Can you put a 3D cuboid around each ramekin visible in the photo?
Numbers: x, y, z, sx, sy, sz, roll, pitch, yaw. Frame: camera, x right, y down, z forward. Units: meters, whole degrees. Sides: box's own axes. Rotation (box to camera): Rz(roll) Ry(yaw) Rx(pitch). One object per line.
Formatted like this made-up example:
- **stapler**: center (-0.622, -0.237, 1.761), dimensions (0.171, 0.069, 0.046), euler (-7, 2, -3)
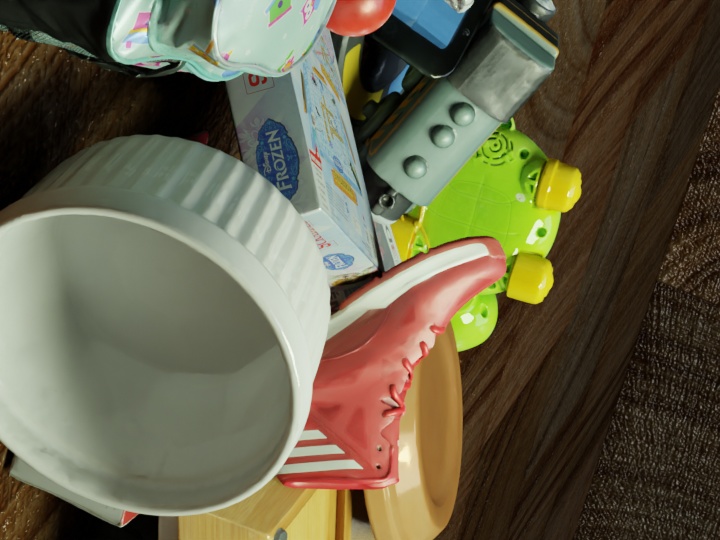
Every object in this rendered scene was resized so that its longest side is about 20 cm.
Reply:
- **ramekin**: center (-0.110, 0.022, 1.124), dimensions (0.105, 0.200, 0.200), euler (-63, 168, -51)

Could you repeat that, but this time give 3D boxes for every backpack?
- **backpack**: center (-0.081, -0.176, 1.014), dimensions (0.200, 0.153, 0.176), euler (-12, 119, -80)

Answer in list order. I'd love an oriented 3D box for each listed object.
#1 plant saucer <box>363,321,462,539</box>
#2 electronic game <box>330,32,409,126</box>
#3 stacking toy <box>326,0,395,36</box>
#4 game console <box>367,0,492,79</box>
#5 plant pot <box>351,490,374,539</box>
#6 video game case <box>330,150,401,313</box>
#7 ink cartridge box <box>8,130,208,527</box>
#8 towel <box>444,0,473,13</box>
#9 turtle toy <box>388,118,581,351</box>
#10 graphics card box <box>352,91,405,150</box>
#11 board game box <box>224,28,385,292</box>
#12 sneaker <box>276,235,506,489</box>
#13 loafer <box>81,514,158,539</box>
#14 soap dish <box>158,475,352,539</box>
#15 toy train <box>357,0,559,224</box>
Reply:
- **plant saucer**: center (0.038, 0.100, 1.452), dimensions (0.200, 0.037, 0.201), euler (-2, 90, -77)
- **electronic game**: center (0.028, -0.200, 1.552), dimensions (0.200, 0.042, 0.200), euler (-54, 159, -31)
- **stacking toy**: center (-0.020, -0.208, 1.216), dimensions (0.085, 0.085, 0.200), euler (-60, 158, -24)
- **game console**: center (0.043, -0.260, 1.381), dimensions (0.200, 0.116, 0.176), euler (-62, 165, -18)
- **plant pot**: center (-0.060, 0.113, 1.507), dimensions (0.186, 0.186, 0.200), euler (-54, 149, -40)
- **video game case**: center (0.000, 0.000, 1.522), dimensions (0.200, 0.023, 0.183), euler (-9, 81, -75)
- **ink cartridge box**: center (-0.120, 0.029, 1.305), dimensions (0.176, 0.084, 0.200), euler (-37, 147, -65)
- **towel**: center (0.035, -0.283, 1.292), dimensions (0.166, 0.085, 0.200), euler (-60, 139, -28)
- **turtle toy**: center (0.089, -0.029, 1.658), dimensions (0.101, 0.146, 0.200), euler (-42, 149, -74)
- **graphics card box**: center (0.045, -0.112, 1.741), dimensions (0.126, 0.051, 0.200), euler (-66, 166, -2)
- **board game box**: center (-0.041, -0.103, 1.254), dimensions (0.200, 0.041, 0.200), euler (47, 29, -74)
- **sneaker**: center (0.022, 0.069, 1.314), dimensions (0.200, 0.116, 0.078), euler (-30, 168, 2)
- **loafer**: center (-0.157, 0.187, 1.444), dimensions (0.201, 0.068, 0.070), euler (-70, 167, 15)
- **soap dish**: center (-0.064, 0.192, 1.374), dimensions (0.157, 0.081, 0.200), euler (-48, 146, -52)
- **toy train**: center (0.065, -0.118, 1.501), dimensions (0.200, 0.085, 0.114), euler (-47, -169, 23)
